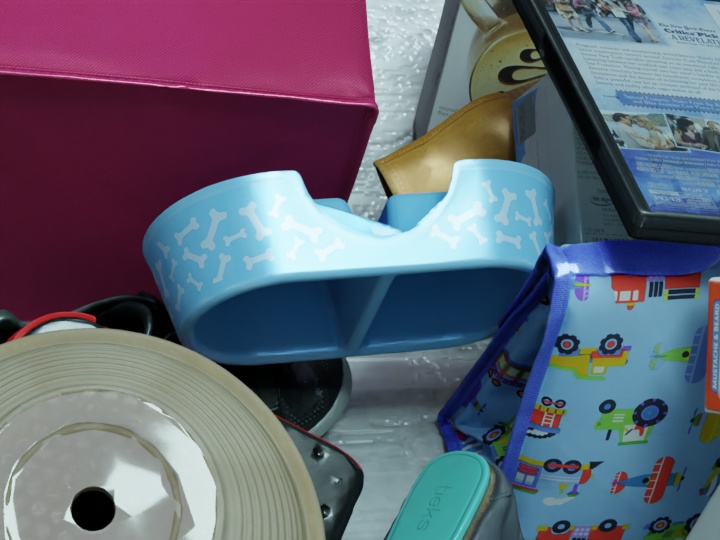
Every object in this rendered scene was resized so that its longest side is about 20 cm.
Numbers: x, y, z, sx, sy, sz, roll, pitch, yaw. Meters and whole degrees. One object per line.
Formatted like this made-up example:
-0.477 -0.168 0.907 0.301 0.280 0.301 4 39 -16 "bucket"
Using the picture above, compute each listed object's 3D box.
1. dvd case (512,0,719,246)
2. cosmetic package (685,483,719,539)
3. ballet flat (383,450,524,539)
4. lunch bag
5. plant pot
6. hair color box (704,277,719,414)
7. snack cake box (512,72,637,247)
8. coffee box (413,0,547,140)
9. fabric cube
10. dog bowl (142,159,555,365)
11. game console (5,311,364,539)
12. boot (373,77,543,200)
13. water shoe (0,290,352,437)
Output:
0.161 -0.075 0.921 0.141 0.018 0.201 4 37 -18 "dvd case"
0.236 0.175 0.857 0.197 0.201 0.124 1 51 -16 "cosmetic package"
0.015 0.169 0.867 0.073 0.073 0.200 31 55 11 "ballet flat"
0.138 0.050 0.932 0.149 0.201 0.095 0 51 -16 "lunch bag"
-0.108 0.107 0.788 0.199 0.093 0.203 4 65 -8 "plant pot"
0.244 0.039 0.793 0.110 0.200 0.065 0 95 -29 "hair color box"
0.181 -0.036 0.999 0.198 0.067 0.116 3 74 -20 "snack cake box"
0.140 -0.102 1.107 0.198 0.114 0.080 13 22 -5 "coffee box"
-0.109 -0.099 0.989 0.194 0.201 0.201 4 52 -14 "fabric cube"
0.000 0.000 0.913 0.198 0.112 0.050 -4 64 -16 "dog bowl"
-0.109 0.133 0.861 0.176 0.031 0.201 29 66 -10 "game console"
0.102 0.001 1.054 0.143 0.071 0.202 -29 96 -3 "boot"
-0.092 0.052 0.945 0.198 0.079 0.072 -6 53 -20 "water shoe"
